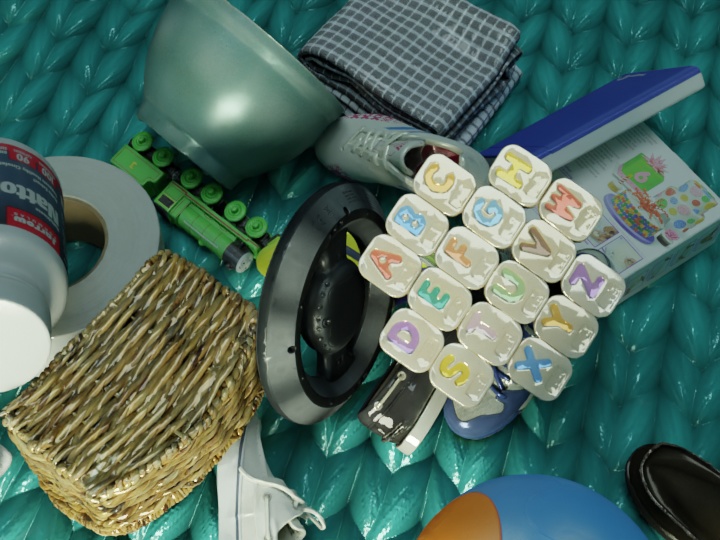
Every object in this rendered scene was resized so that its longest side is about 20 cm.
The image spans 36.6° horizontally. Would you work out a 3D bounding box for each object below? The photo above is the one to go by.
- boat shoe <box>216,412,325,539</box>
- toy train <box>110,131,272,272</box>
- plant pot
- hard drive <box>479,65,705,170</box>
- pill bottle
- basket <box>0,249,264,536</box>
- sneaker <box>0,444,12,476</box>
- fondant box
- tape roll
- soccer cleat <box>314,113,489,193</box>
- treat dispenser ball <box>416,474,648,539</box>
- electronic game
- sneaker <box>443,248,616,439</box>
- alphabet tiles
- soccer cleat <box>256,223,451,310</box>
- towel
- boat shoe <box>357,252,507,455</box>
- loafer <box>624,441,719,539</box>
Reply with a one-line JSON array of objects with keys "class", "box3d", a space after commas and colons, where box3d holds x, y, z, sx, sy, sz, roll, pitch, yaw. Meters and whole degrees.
[{"class": "boat shoe", "box3d": [-0.070, 0.201, 0.868, 0.084, 0.075, 0.205, -3, 58, -2]}, {"class": "toy train", "box3d": [-0.166, -0.066, 1.064, 0.199, 0.042, 0.056, 37, 73, 21]}, {"class": "plant pot", "box3d": [-0.133, -0.166, 1.055, 0.200, 0.200, 0.135, 39, 91, 22]}, {"class": "hard drive", "box3d": [0.222, -0.146, 1.074, 0.198, 0.132, 0.026, -29, 104, -15]}, {"class": "pill bottle", "box3d": [-0.291, -0.005, 0.859, 0.117, 0.121, 0.201, -12, 40, -9]}, {"class": "basket", "box3d": [-0.158, 0.116, 0.873, 0.141, 0.150, 0.201, 29, 61, 21]}, {"class": "sneaker", "box3d": [-0.342, 0.115, 0.901, 0.113, 0.075, 0.204, 15, 82, 3]}, {"class": "fondant box", "box3d": [0.231, -0.047, 1.045, 0.198, 0.059, 0.145, -29, 62, -17]}, {"class": "tape roll", "box3d": [-0.279, -0.007, 1.003, 0.198, 0.071, 0.205, 0, 57, 0]}, {"class": "soccer cleat", "box3d": [0.031, -0.115, 1.044, 0.197, 0.086, 0.071, 17, 90, 27]}, {"class": "treat dispenser ball", "box3d": [0.121, 0.247, 0.764, 0.197, 0.202, 0.204, 0, 56, -1]}, {"class": "electronic game", "box3d": [-0.025, 0.028, 0.901, 0.041, 0.202, 0.202, 13, 55, 28]}, {"class": "sneaker", "box3d": [0.137, 0.056, 0.924, 0.075, 0.088, 0.201, 40, 92, 18]}, {"class": "alphabet tiles", "box3d": [0.106, 0.004, 0.876, 0.194, 0.015, 0.201, 35, 86, 6]}, {"class": "soccer cleat", "box3d": [0.000, 0.000, 1.009, 0.196, 0.065, 0.085, -3, 70, 1]}, {"class": "towel", "box3d": [0.056, -0.220, 1.139, 0.198, 0.086, 0.166, 32, 62, 18]}, {"class": "boat shoe", "box3d": [0.064, 0.059, 0.949, 0.060, 0.074, 0.202, 31, 76, -5]}, {"class": "loafer", "box3d": [0.303, 0.204, 0.872, 0.199, 0.072, 0.073, 38, 64, 22]}]
